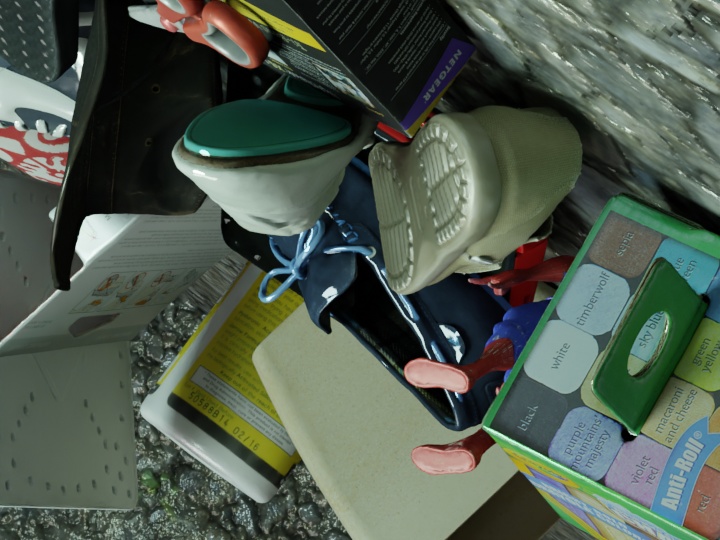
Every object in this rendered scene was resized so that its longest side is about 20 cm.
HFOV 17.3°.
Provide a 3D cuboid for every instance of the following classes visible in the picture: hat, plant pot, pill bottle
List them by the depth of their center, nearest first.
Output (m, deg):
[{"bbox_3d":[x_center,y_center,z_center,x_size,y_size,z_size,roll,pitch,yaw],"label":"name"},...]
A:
[{"bbox_3d":[-0.110,-0.083,1.241,0.081,0.201,0.201,10,176,-8],"label":"hat"},{"bbox_3d":[0.048,0.082,1.463,0.177,0.200,0.200,45,176,18],"label":"plant pot"},{"bbox_3d":[-0.050,0.049,1.610,0.111,0.200,0.111,36,173,5],"label":"pill bottle"}]

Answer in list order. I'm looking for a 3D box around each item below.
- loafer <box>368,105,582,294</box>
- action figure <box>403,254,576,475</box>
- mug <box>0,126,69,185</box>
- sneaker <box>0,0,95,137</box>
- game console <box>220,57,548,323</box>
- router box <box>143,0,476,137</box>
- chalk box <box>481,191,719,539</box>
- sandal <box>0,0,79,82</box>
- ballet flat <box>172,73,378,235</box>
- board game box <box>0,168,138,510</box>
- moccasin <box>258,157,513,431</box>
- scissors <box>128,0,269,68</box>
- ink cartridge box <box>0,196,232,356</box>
[{"bbox_3d":[0.051,-0.033,1.077,0.200,0.068,0.076,163,99,-78],"label":"loafer"},{"bbox_3d":[0.084,0.031,1.101,0.052,0.200,0.066,2,109,36],"label":"action figure"},{"bbox_3d":[-0.175,-0.098,1.525,0.178,0.133,0.200,52,-173,35],"label":"mug"},{"bbox_3d":[-0.182,-0.096,1.379,0.130,0.199,0.080,45,-161,-19],"label":"sneaker"},{"bbox_3d":[0.007,-0.028,1.246,0.200,0.031,0.177,34,147,22],"label":"game console"},{"bbox_3d":[-0.065,-0.148,1.013,0.200,0.052,0.157,30,171,41],"label":"router box"},{"bbox_3d":[0.144,0.058,1.026,0.124,0.125,0.200,27,171,23],"label":"chalk box"},{"bbox_3d":[-0.166,-0.176,1.232,0.075,0.048,0.201,37,151,9],"label":"sandal"},{"bbox_3d":[-0.029,-0.051,1.060,0.069,0.070,0.200,36,-154,2],"label":"ballet flat"},{"bbox_3d":[-0.196,0.046,1.445,0.026,0.201,0.200,-7,172,20],"label":"board game box"},{"bbox_3d":[0.000,0.000,1.190,0.200,0.068,0.081,38,147,17],"label":"moccasin"},{"bbox_3d":[-0.078,-0.108,1.063,0.073,0.014,0.200,36,173,-4],"label":"scissors"},{"bbox_3d":[-0.130,-0.021,1.422,0.044,0.173,0.200,54,-163,11],"label":"ink cartridge box"}]
